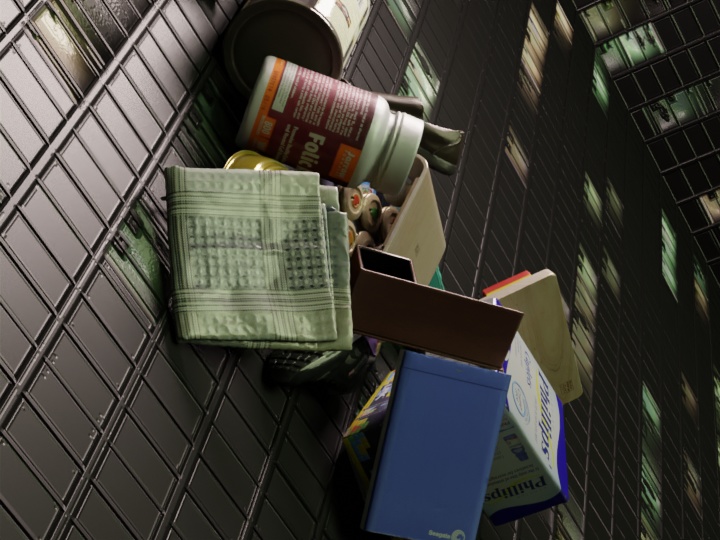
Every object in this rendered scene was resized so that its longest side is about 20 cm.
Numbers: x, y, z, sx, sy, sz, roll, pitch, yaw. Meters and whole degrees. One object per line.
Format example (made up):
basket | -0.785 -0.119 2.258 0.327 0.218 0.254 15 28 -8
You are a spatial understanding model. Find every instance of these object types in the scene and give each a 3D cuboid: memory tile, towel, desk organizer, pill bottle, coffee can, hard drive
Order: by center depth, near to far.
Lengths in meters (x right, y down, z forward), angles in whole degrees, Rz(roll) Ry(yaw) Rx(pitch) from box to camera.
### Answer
towel | -0.100 -0.013 1.515 0.199 0.035 0.193 4 68 -25
hard drive | 0.084 0.199 1.631 0.132 0.025 0.201 14 87 -18
desk organizer | 0.077 0.042 1.662 0.199 0.077 0.072 15 24 -12
pill bottle | -0.035 -0.163 1.715 0.199 0.114 0.114 20 36 -5
memory tile | 0.000 0.000 1.801 0.153 0.017 0.201 32 64 -55
coffee can | -0.076 -0.300 1.826 0.147 0.146 0.200 58 24 -22

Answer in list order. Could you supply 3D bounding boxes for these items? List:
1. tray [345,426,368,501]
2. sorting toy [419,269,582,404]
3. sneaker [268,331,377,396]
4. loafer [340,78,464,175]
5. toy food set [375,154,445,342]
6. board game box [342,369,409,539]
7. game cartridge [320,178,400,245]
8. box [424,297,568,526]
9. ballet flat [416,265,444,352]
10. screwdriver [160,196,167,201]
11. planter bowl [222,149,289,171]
tray | 0.034 0.226 1.760 0.200 0.022 0.108 -9 77 -66
sorting toy | 0.175 0.111 1.947 0.070 0.198 0.200 48 -21 57
sneaker | -0.031 0.109 1.661 0.200 0.076 0.088 -30 117 -56
loafer | 0.048 -0.198 1.910 0.200 0.071 0.073 30 3 -16
toy food set | 0.043 -0.029 1.815 0.144 0.060 0.200 74 34 -46
board game box | 0.064 0.219 1.735 0.166 0.057 0.200 65 23 -11
game cartridge | -0.007 -0.054 1.835 0.200 0.038 0.130 6 89 -59
box | 0.165 0.171 1.800 0.200 0.105 0.184 56 23 -30
ballet flat | 0.090 0.055 1.967 0.070 0.067 0.201 -130 -159 -58
screwdriver | -0.157 -0.072 1.593 0.029 0.028 0.200 31 13 17
planter bowl | -0.076 -0.041 1.630 0.200 0.083 0.201 -9 90 -67
